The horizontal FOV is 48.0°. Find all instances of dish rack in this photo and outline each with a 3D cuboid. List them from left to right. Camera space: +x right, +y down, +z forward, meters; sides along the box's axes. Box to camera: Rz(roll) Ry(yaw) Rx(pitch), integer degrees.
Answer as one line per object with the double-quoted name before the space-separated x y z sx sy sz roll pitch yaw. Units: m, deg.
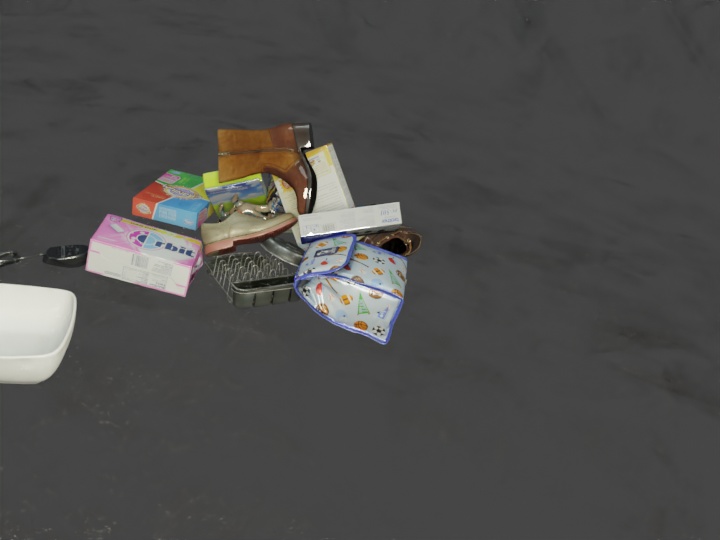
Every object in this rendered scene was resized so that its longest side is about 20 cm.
"dish rack" -0.207 0.005 1.546 0.150 0.056 0.200 -6 30 -32

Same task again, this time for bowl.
"bowl" -0.533 0.101 1.213 0.195 0.076 0.201 5 26 -12

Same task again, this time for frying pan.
"frying pan" -0.133 -0.037 1.631 0.113 0.031 0.190 29 10 12

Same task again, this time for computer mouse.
"computer mouse" -0.589 -0.016 1.478 0.195 0.035 0.059 -5 28 -16

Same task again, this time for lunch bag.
"lunch bag" -0.018 0.018 1.488 0.196 0.126 0.171 19 26 -2

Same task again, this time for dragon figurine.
"dragon figurine" -0.249 -0.103 1.701 0.099 0.198 0.060 30 46 -34

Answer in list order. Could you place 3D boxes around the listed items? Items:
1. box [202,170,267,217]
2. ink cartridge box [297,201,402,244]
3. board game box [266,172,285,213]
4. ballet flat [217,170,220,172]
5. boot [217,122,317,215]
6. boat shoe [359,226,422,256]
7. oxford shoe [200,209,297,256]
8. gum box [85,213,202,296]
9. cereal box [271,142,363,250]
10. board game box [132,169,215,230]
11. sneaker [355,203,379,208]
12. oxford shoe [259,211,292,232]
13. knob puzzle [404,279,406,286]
"box" -0.263 -0.171 1.716 0.119 0.049 0.200 -12 -12 -4
"ink cartridge box" -0.022 -0.091 1.566 0.195 0.045 0.094 -8 -6 -4
"board game box" -0.113 -0.156 1.800 0.198 0.057 0.166 31 22 -19
"ballet flat" -0.285 -0.208 1.826 0.067 0.069 0.200 34 -12 12
"boot" -0.187 -0.192 1.585 0.195 0.193 0.068 -5 3 7
"boat shoe" 0.072 -0.050 1.718 0.069 0.072 0.198 15 19 40
"oxford shoe" -0.223 -0.091 1.611 0.196 0.076 0.070 -17 -9 -13
"gum box" -0.393 -0.028 1.500 0.196 0.067 0.114 16 26 -8
"cereal box" -0.088 -0.139 1.652 0.141 0.204 0.039 -16 9 24
"board game box" -0.399 -0.161 1.811 0.149 0.041 0.201 14 27 6
"sneaker" 0.024 -0.122 1.843 0.073 0.086 0.201 4 27 -13
"oxford shoe" -0.167 -0.122 1.804 0.197 0.059 0.075 -7 27 -36
"knob puzzle" 0.000 0.000 1.658 0.214 0.031 0.221 9 26 -4
